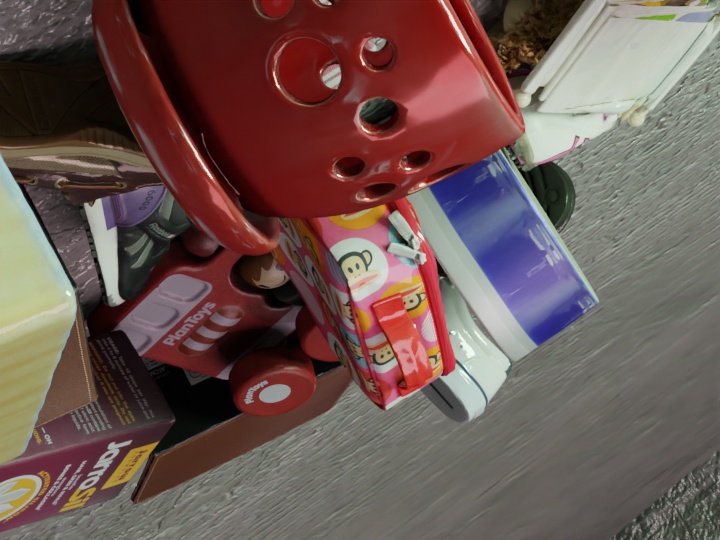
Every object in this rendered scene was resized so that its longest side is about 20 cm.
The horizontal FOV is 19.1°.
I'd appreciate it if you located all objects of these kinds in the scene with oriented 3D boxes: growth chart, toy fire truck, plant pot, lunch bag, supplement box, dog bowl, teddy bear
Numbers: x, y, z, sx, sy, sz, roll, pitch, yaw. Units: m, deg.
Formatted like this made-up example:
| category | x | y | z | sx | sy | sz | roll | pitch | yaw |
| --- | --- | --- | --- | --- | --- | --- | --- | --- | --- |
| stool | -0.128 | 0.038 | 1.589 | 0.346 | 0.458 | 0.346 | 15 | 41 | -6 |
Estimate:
| category | x | y | z | sx | sy | sz | roll | pitch | yaw |
| --- | --- | --- | --- | --- | --- | --- | --- | --- | --- |
| growth chart | 0.191 | -0.157 | 1.498 | 0.199 | 0.018 | 0.145 | 0 | 137 | -53 |
| toy fire truck | -0.086 | 0.015 | 1.590 | 0.167 | 0.113 | 0.200 | 16 | 136 | -39 |
| plant pot | -0.034 | -0.120 | 1.141 | 0.182 | 0.201 | 0.200 | -27 | 163 | 7 |
| lunch bag | 0.000 | 0.000 | 1.419 | 0.082 | 0.177 | 0.200 | -28 | 149 | -8 |
| supplement box | -0.247 | 0.123 | 1.523 | 0.199 | 0.086 | 0.110 | -12 | 151 | -44 |
| dog bowl | 0.090 | -0.038 | 1.563 | 0.079 | 0.201 | 0.200 | -33 | 163 | 5 |
| teddy bear | 0.171 | -0.184 | 1.532 | 0.199 | 0.067 | 0.145 | -16 | 159 | -41 |

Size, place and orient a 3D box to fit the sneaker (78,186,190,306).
| category | x | y | z | sx | sy | sz | roll | pitch | yaw |
| --- | --- | --- | --- | --- | --- | --- | --- | --- | --- |
| sneaker | -0.131 | -0.034 | 1.366 | 0.087 | 0.076 | 0.200 | -10 | 160 | -5 |

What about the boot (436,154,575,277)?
| category | x | y | z | sx | sy | sz | roll | pitch | yaw |
| --- | --- | --- | --- | --- | --- | --- | --- | --- | --- |
| boot | 0.121 | -0.042 | 1.764 | 0.210 | 0.080 | 0.157 | -15 | 171 | 39 |

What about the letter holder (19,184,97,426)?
| category | x | y | z | sx | sy | sz | roll | pitch | yaw |
| --- | --- | --- | --- | --- | --- | --- | --- | --- | --- |
| letter holder | -0.253 | 0.037 | 1.328 | 0.141 | 0.101 | 0.200 | -26 | 162 | -13 |

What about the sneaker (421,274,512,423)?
| category | x | y | z | sx | sy | sz | roll | pitch | yaw |
| --- | --- | --- | --- | --- | --- | --- | --- | --- | --- |
| sneaker | 0.040 | 0.028 | 1.705 | 0.071 | 0.200 | 0.073 | -44 | -171 | -26 |

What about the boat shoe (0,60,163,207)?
| category | x | y | z | sx | sy | sz | roll | pitch | yaw |
| --- | --- | --- | --- | --- | --- | --- | --- | --- | --- |
| boat shoe | -0.158 | -0.075 | 1.233 | 0.199 | 0.073 | 0.072 | -2 | 154 | -36 |

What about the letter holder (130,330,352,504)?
| category | x | y | z | sx | sy | sz | roll | pitch | yaw |
| --- | --- | --- | --- | --- | --- | --- | --- | --- | --- |
| letter holder | -0.114 | 0.092 | 1.748 | 0.199 | 0.101 | 0.142 | -25 | 164 | -22 |

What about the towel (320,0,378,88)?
| category | x | y | z | sx | sy | sz | roll | pitch | yaw |
| --- | --- | --- | --- | --- | --- | --- | --- | --- | --- |
| towel | -0.066 | -0.128 | 1.347 | 0.146 | 0.030 | 0.200 | -30 | 162 | 2 |

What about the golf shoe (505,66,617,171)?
| category | x | y | z | sx | sy | sz | roll | pitch | yaw |
| --- | --- | --- | --- | --- | --- | --- | --- | --- | --- |
| golf shoe | 0.150 | -0.127 | 1.599 | 0.092 | 0.073 | 0.200 | -25 | -179 | 19 |

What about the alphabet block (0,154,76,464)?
| category | x | y | z | sx | sy | sz | roll | pitch | yaw |
| --- | --- | --- | --- | --- | --- | --- | --- | --- | --- |
| alphabet block | -0.285 | 0.017 | 1.087 | 0.199 | 0.196 | 0.197 | -22 | 158 | -28 |
